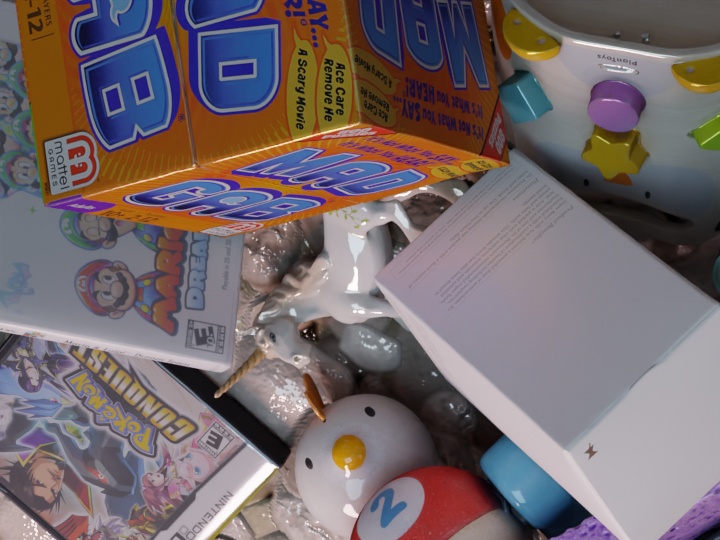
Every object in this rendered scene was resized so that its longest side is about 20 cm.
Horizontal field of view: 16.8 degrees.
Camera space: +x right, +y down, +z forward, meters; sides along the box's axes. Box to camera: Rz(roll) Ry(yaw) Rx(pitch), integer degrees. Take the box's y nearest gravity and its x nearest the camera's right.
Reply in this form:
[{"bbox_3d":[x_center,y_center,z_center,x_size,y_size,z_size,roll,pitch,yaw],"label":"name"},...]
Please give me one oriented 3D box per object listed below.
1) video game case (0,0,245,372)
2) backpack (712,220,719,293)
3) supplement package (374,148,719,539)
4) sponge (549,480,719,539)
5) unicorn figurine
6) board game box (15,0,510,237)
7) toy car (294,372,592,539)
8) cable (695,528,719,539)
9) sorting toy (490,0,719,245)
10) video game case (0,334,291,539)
[{"bbox_3d":[-0.154,-0.051,1.476,0.181,0.202,0.024,12,162,-22],"label":"video game case"},{"bbox_3d":[0.321,0.002,1.386,0.200,0.153,0.176,37,113,-8],"label":"backpack"},{"bbox_3d":[0.125,0.045,1.417,0.121,0.200,0.120,-42,134,-6],"label":"supplement package"},{"bbox_3d":[0.168,0.158,1.474,0.199,0.111,0.030,-30,71,15],"label":"sponge"},{"bbox_3d":[0.000,0.000,1.551,0.137,0.074,0.202,18,107,21],"label":"unicorn figurine"},{"bbox_3d":[-0.057,-0.144,1.373,0.199,0.199,0.202,-13,80,25],"label":"board game box"},{"bbox_3d":[0.015,0.141,1.562,0.184,0.177,0.200,-43,70,0],"label":"toy car"},{"bbox_3d":[0.270,0.193,1.518,0.162,0.051,0.201,5,142,1],"label":"cable"},{"bbox_3d":[0.160,-0.091,1.441,0.198,0.107,0.181,12,138,14],"label":"sorting toy"},{"bbox_3d":[-0.175,0.119,1.693,0.200,0.026,0.181,41,122,-4],"label":"video game case"}]
